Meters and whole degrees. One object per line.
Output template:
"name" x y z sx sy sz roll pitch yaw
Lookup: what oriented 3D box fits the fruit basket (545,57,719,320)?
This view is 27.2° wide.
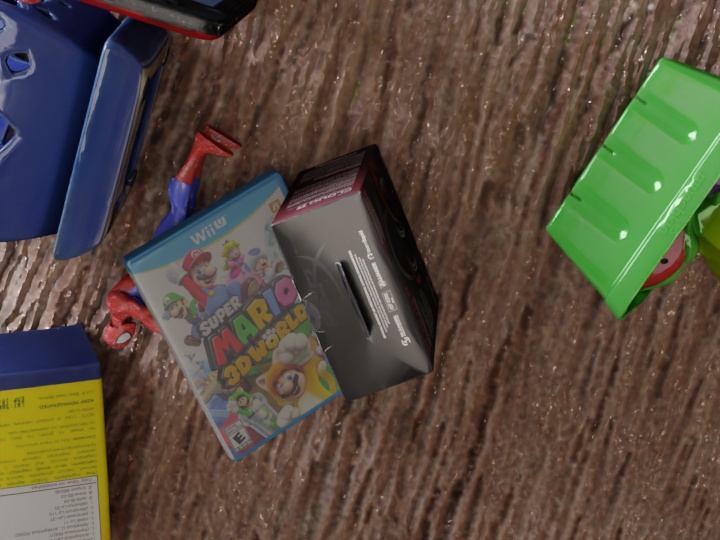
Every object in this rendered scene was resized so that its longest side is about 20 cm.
"fruit basket" 0.276 -0.043 1.151 0.215 0.155 0.216 2 97 19

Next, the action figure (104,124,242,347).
"action figure" -0.139 -0.008 1.224 0.099 0.065 0.200 33 105 -1

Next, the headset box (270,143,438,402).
"headset box" 0.000 0.000 1.146 0.075 0.200 0.149 -20 103 10

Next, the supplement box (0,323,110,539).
"supplement box" -0.273 0.159 1.244 0.109 0.110 0.201 -5 106 -18

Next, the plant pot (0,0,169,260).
"plant pot" -0.255 -0.124 1.136 0.179 0.200 0.201 16 107 -6

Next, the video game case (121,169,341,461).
"video game case" -0.087 0.038 1.208 0.143 0.018 0.200 -32 115 -14

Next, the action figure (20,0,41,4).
"action figure" -0.233 -0.261 1.091 0.052 0.200 0.066 -10 137 2

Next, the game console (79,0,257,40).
"game console" -0.154 -0.257 1.083 0.172 0.200 0.119 17 108 -1
